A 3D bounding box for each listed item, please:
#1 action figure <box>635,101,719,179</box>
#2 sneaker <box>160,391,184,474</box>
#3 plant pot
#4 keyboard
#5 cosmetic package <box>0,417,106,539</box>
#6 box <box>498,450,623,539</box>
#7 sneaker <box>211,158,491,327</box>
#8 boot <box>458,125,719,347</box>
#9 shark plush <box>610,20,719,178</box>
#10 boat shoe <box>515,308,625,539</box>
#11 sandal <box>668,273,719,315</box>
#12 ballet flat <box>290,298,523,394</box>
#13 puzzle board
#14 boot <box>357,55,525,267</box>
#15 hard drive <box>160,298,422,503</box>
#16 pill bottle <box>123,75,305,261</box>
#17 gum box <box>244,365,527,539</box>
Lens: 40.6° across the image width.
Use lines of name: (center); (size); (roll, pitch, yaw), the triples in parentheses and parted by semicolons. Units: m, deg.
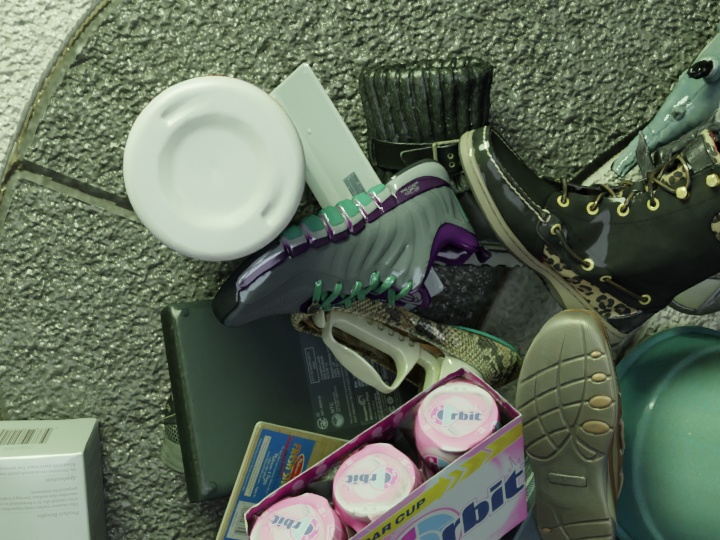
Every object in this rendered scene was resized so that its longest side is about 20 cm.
action figure: (0.284, -0.072, 0.725); (0.199, 0.102, 0.120); (-23, 89, -6)
sneaker: (-0.056, 0.109, 0.778); (0.197, 0.076, 0.115); (7, 107, -3)
plant pot: (0.312, 0.151, 0.745); (0.198, 0.196, 0.202); (-1, 92, -21)
keyboard: (-0.008, -0.059, 0.745); (0.056, 0.011, 0.201); (-33, 87, 31)
cosmetic package: (-0.261, 0.227, 0.776); (0.112, 0.081, 0.202); (0, 102, -7)
box: (0.158, 0.248, 0.783); (0.051, 0.200, 0.158); (-19, 107, 42)
sneaker: (0.000, 0.000, 0.658); (0.199, 0.074, 0.088); (-31, 79, -23)
boot: (0.175, -0.048, 0.664); (0.150, 0.073, 0.200); (-31, 111, 29)
shark plush: (0.269, -0.158, 0.763); (0.199, 0.083, 0.091); (-33, 71, 18)
boat shoe: (0.160, 0.115, 0.721); (0.075, 0.072, 0.202); (8, 117, 25)
sandal: (0.308, -0.052, 0.804); (0.079, 0.057, 0.202); (29, 82, -2)
ballet flat: (0.033, 0.063, 0.722); (0.199, 0.076, 0.068); (27, 135, -16)
puzzle board: (-0.045, 0.217, 0.707); (0.150, 0.017, 0.202); (19, 91, -32)
boot: (0.102, -0.085, 0.757); (0.209, 0.079, 0.159); (-1, 101, -6)
hard drive: (-0.044, 0.085, 0.735); (0.198, 0.033, 0.141); (-5, 79, -31)
pill bottle: (-0.097, -0.078, 0.672); (0.111, 0.200, 0.113); (-1, 102, -6)
gum box: (0.019, 0.170, 0.667); (0.199, 0.066, 0.114); (-31, 134, -22)
